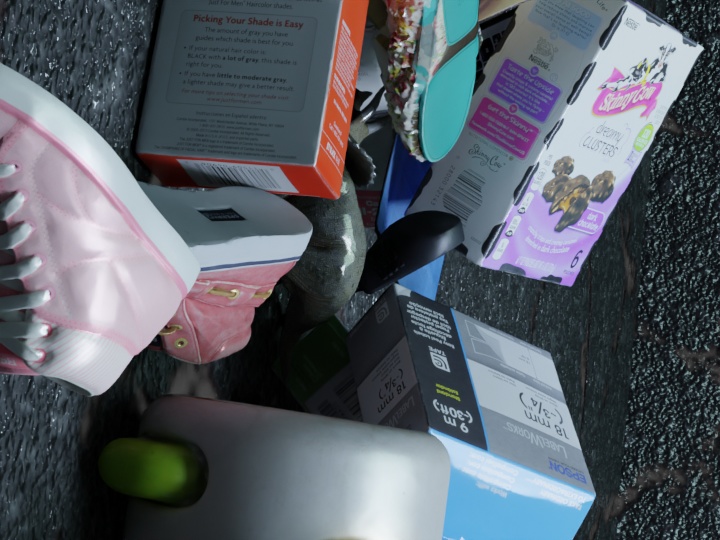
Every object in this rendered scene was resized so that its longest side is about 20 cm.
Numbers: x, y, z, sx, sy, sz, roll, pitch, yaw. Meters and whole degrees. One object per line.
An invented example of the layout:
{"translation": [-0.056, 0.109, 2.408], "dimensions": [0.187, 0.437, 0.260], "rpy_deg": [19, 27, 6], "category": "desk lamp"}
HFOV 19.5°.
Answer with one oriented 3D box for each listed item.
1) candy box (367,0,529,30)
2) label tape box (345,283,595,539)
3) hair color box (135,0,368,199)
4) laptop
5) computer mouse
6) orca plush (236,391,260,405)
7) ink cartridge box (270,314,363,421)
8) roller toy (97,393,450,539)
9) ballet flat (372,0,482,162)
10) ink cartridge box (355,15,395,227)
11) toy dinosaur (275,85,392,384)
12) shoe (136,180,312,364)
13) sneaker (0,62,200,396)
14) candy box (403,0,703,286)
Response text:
{"translation": [0.019, -0.240, 1.321], "dimensions": [0.200, 0.115, 0.055], "rpy_deg": [49, 39, -28], "category": "candy box"}
{"translation": [0.076, 0.118, 1.360], "dimensions": [0.144, 0.063, 0.200], "rpy_deg": [24, 34, -30], "category": "label tape box"}
{"translation": [-0.056, -0.148, 1.230], "dimensions": [0.064, 0.110, 0.201], "rpy_deg": [53, 44, -69], "category": "hair color box"}
{"translation": [0.096, -0.072, 1.499], "dimensions": [0.187, 0.199, 0.116], "rpy_deg": [66, -1, -60], "category": "laptop"}
{"translation": [0.000, 0.000, 1.410], "dimensions": [0.059, 0.200, 0.034], "rpy_deg": [-33, 92, -42], "category": "computer mouse"}
{"translation": [-0.045, 0.146, 1.422], "dimensions": [0.200, 0.071, 0.106], "rpy_deg": [58, 39, -66], "category": "orca plush"}
{"translation": [0.015, 0.111, 1.512], "dimensions": [0.059, 0.104, 0.200], "rpy_deg": [-40, 158, 1], "category": "ink cartridge box"}
{"translation": [-0.042, 0.151, 1.207], "dimensions": [0.182, 0.199, 0.140], "rpy_deg": [24, 74, -78], "category": "roller toy"}
{"translation": [0.039, -0.151, 1.306], "dimensions": [0.076, 0.064, 0.200], "rpy_deg": [-41, 155, -29], "category": "ballet flat"}
{"translation": [0.002, -0.149, 1.496], "dimensions": [0.200, 0.084, 0.146], "rpy_deg": [75, 24, -46], "category": "ink cartridge box"}
{"translation": [-0.035, -0.024, 1.354], "dimensions": [0.077, 0.102, 0.201], "rpy_deg": [1, 92, -74], "category": "toy dinosaur"}
{"translation": [-0.109, 0.005, 1.148], "dimensions": [0.200, 0.071, 0.091], "rpy_deg": [-3, 125, -57], "category": "shoe"}
{"translation": [-0.155, -0.013, 0.968], "dimensions": [0.105, 0.075, 0.200], "rpy_deg": [-56, 140, -17], "category": "sneaker"}
{"translation": [0.137, -0.098, 1.450], "dimensions": [0.201, 0.071, 0.168], "rpy_deg": [-61, 154, 9], "category": "candy box"}
